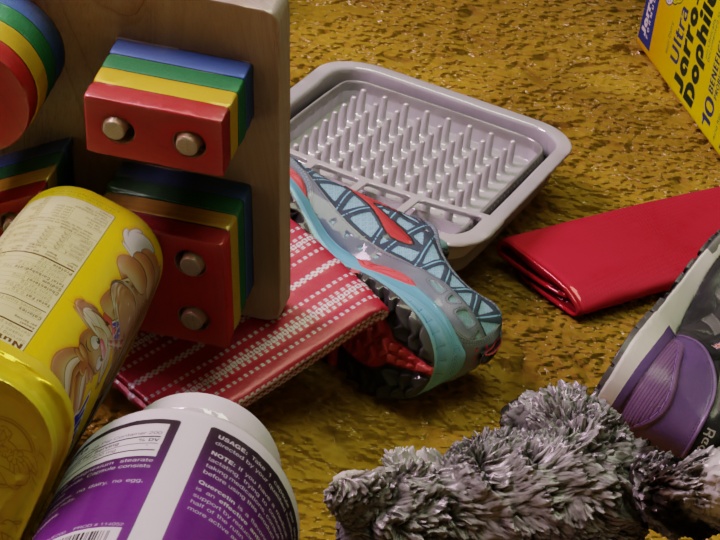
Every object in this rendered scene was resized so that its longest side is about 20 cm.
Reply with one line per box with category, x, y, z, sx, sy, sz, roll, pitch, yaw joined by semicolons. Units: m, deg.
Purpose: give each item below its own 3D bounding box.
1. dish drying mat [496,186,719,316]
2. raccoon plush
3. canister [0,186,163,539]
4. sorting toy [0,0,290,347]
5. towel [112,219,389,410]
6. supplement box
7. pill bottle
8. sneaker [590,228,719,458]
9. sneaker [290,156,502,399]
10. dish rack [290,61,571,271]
dish drying mat;0.176;-0.013;1.759;0.200;0.018;0.077;-13;37;-39
raccoon plush;0.073;0.103;1.362;0.134;0.200;0.097;-14;81;-35
canister;-0.166;0.060;1.366;0.087;0.149;0.200;27;27;-1
sorting toy;-0.139;-0.056;1.460;0.199;0.200;0.070;12;43;11
towel;-0.102;0.002;1.561;0.145;0.022;0.200;-33;55;-26
supplement box;0.273;-0.153;1.953;0.109;0.109;0.200;2;29;-17
pill bottle;-0.090;0.135;1.293;0.112;0.112;0.200;13;28;4
sneaker;0.196;0.050;1.615;0.088;0.076;0.200;33;36;9
sneaker;0.000;0.000;1.625;0.096;0.079;0.200;-10;44;-41
dish rack;0.020;-0.057;1.756;0.172;0.044;0.200;19;29;16
